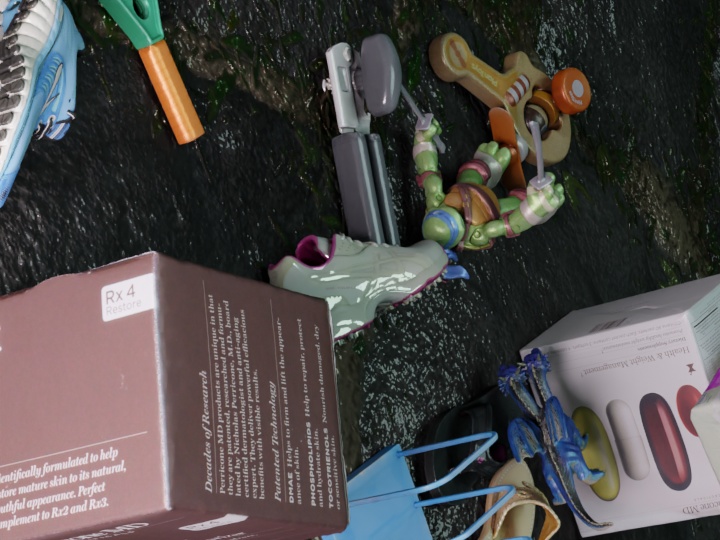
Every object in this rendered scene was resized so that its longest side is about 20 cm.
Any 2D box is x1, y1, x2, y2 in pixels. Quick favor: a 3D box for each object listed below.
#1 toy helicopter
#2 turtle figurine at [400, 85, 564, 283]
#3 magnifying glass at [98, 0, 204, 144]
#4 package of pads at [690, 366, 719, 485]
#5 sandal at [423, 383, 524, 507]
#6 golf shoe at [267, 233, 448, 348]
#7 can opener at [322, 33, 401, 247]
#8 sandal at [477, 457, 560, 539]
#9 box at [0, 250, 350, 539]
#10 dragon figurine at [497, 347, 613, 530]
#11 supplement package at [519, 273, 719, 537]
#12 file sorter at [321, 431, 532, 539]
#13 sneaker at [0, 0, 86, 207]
[{"bbox_3d":[0.138,-0.166,1.973,0.199,0.078,0.133,31,60,-35],"label":"toy helicopter"},{"bbox_3d":[0.123,-0.096,1.823,0.194,0.142,0.202,-20,106,-66],"label":"turtle figurine"},{"bbox_3d":[-0.169,-0.194,1.525,0.080,0.022,0.202,-40,112,-56],"label":"magnifying glass"},{"bbox_3d":[0.391,0.170,1.857,0.155,0.068,0.201,-45,115,-49],"label":"package of pads"},{"bbox_3d":[0.112,0.149,1.799,0.200,0.048,0.076,-38,109,-58],"label":"sandal"},{"bbox_3d":[0.000,0.000,1.648,0.199,0.075,0.092,-29,92,-48],"label":"golf shoe"},{"bbox_3d":[0.007,-0.106,1.731,0.052,0.066,0.202,-1,83,-56],"label":"can opener"},{"bbox_3d":[0.147,0.239,1.798,0.078,0.069,0.212,64,33,-17],"label":"sandal"},{"bbox_3d":[-0.132,0.099,1.322,0.199,0.165,0.166,16,65,-54],"label":"box"},{"bbox_3d":[0.171,0.155,1.792,0.100,0.059,0.201,50,18,-30],"label":"dragon figurine"},{"bbox_3d":[0.294,0.133,1.959,0.147,0.190,0.202,-29,101,-56],"label":"supplement package"},{"bbox_3d":[0.071,0.250,1.623,0.139,0.122,0.202,-29,103,-57],"label":"file sorter"},{"bbox_3d":[-0.225,-0.112,1.349,0.090,0.078,0.201,51,39,-39],"label":"sneaker"}]
